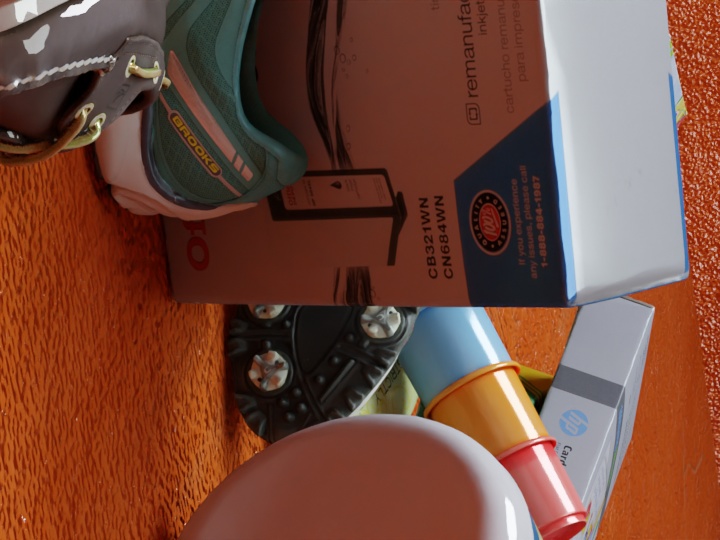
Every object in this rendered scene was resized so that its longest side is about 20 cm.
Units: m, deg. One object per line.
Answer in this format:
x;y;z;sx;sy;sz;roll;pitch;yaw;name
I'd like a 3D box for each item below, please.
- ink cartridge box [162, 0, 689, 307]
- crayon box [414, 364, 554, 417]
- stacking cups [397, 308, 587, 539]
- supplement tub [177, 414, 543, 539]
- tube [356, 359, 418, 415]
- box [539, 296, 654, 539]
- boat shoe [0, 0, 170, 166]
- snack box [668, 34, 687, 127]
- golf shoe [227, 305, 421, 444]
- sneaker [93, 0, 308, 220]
0.016;-0.062;1.136;0.084;0.199;0.147;-14;100;-49;ink cartridge box
0.055;0.113;1.536;0.200;0.051;0.126;-21;128;-79;crayon box
0.038;0.039;1.389;0.201;0.060;0.061;64;4;20;stacking cups
0.022;0.168;1.162;0.145;0.144;0.200;-84;157;-44;supplement tub
0.001;0.062;1.411;0.052;0.058;0.200;-56;-178;25;tube
0.095;0.130;1.526;0.156;0.041;0.201;90;21;-61;box
-0.096;-0.066;0.932;0.200;0.071;0.060;-65;145;-79;boat shoe
0.062;-0.115;1.355;0.068;0.168;0.200;-50;169;-1;snack box
0.000;0.000;1.309;0.088;0.077;0.201;81;24;-56;golf shoe
-0.062;-0.120;1.099;0.078;0.079;0.201;-44;127;-75;sneaker
